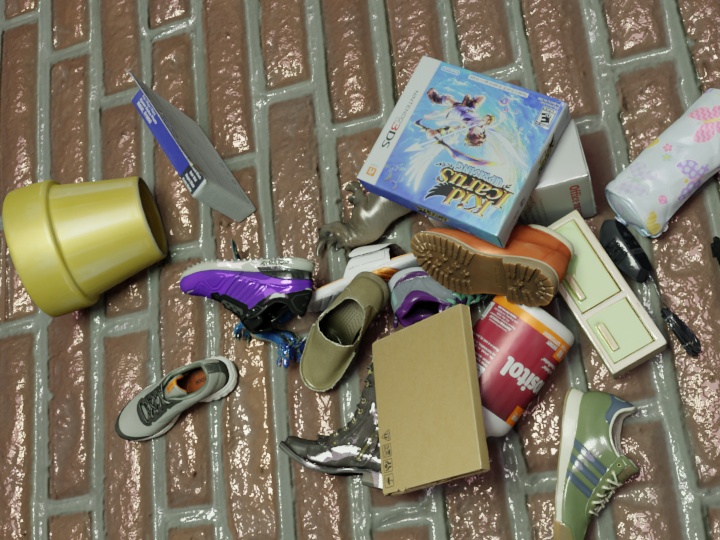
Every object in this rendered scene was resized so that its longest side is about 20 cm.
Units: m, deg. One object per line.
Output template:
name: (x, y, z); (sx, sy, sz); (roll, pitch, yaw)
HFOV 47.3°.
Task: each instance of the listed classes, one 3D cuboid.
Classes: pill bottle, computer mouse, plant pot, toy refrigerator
pill bottle: (0.167, 0.132, 1.031); (0.113, 0.113, 0.200); (36, 91, 23)
computer mouse: (0.358, 0.023, 1.030); (0.034, 0.059, 0.200); (-38, 71, 30)
plant pot: (-0.401, -0.052, 1.237); (0.188, 0.201, 0.201); (-17, 71, -3)
toy refrigerator: (0.296, 0.029, 1.036); (0.076, 0.070, 0.200); (-31, 70, 9)

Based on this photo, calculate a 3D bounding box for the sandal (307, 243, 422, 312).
sandal: (-0.003, -0.001, 1.140); (0.206, 0.079, 0.059); (-21, 72, 15)

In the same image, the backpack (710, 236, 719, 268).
backpack: (0.496, 0.032, 0.903); (0.154, 0.191, 0.201); (-3, 75, 1)

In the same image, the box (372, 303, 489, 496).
box: (0.080, 0.160, 1.001); (0.163, 0.021, 0.200); (-29, 55, 41)

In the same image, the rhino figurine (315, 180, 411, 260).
rhino figurine: (0.012, -0.085, 1.166); (0.200, 0.060, 0.088); (-39, 65, 8)

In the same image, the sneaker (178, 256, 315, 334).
sneaker: (-0.160, 0.038, 1.123); (0.200, 0.070, 0.100); (-4, 78, 18)

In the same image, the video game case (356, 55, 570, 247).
video game case: (0.123, -0.148, 0.996); (0.200, 0.045, 0.182); (25, 83, 25)

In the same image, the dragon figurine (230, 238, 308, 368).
dragon figurine: (-0.133, 0.048, 1.182); (0.099, 0.059, 0.200); (-13, 74, 15)

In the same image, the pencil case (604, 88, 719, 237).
pencil case: (0.404, -0.134, 1.033); (0.200, 0.083, 0.091); (-45, 72, 4)

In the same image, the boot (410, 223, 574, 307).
boot: (0.164, -0.022, 1.025); (0.200, 0.075, 0.107); (17, 43, 28)

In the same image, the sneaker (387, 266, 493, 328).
sneaker: (0.136, 0.032, 1.068); (0.200, 0.075, 0.088); (-14, 40, 11)

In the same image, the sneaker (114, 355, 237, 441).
sneaker: (-0.278, 0.181, 1.188); (0.200, 0.079, 0.074); (-32, 71, 10)

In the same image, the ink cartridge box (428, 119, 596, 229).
ink cartridge box: (0.193, -0.105, 1.063); (0.200, 0.145, 0.084); (-14, 70, 15)

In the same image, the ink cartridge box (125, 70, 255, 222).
ink cartridge box: (-0.256, -0.176, 1.203); (0.041, 0.200, 0.200); (-38, 67, 6)

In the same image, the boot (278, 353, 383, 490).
boot: (0.004, 0.194, 1.102); (0.200, 0.069, 0.175); (12, 78, 14)

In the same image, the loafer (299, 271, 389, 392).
loafer: (-0.034, 0.087, 1.100); (0.076, 0.067, 0.200); (34, 117, 15)

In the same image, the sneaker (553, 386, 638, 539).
sneaker: (0.286, 0.243, 0.986); (0.090, 0.067, 0.201); (2, 74, 25)
